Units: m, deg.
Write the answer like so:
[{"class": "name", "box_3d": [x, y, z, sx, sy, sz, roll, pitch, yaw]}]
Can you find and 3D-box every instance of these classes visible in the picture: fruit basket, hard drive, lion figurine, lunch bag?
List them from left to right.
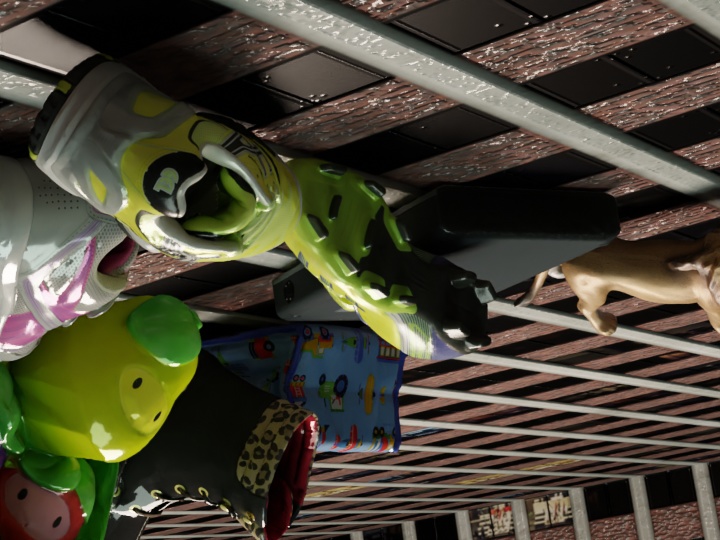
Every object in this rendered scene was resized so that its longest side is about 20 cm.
[{"class": "fruit basket", "box_3d": [-0.188, 0.094, 0.987, 0.213, 0.157, 0.217, 3, 137, 3]}, {"class": "lunch bag", "box_3d": [-0.086, 0.086, 1.303, 0.198, 0.095, 0.150, 2, 176, 35]}, {"class": "hard drive", "box_3d": [0.051, -0.007, 1.066, 0.138, 0.033, 0.199, 1, 164, -33]}, {"class": "lion figurine", "box_3d": [0.194, -0.002, 1.101, 0.197, 0.073, 0.123, -6, 160, 10]}]

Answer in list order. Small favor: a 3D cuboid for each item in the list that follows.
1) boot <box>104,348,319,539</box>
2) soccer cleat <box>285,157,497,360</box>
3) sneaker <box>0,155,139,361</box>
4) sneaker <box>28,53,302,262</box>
[{"class": "boot", "box_3d": [-0.121, 0.154, 1.183, 0.149, 0.202, 0.073, 22, -175, 24]}, {"class": "soccer cleat", "box_3d": [0.000, 0.001, 0.930, 0.083, 0.065, 0.200, -5, 154, 34]}, {"class": "sneaker", "box_3d": [-0.158, -0.003, 0.850, 0.087, 0.082, 0.200, -3, 167, -14]}, {"class": "sneaker", "box_3d": [-0.072, -0.030, 0.749, 0.076, 0.076, 0.200, -56, 158, 7]}]
